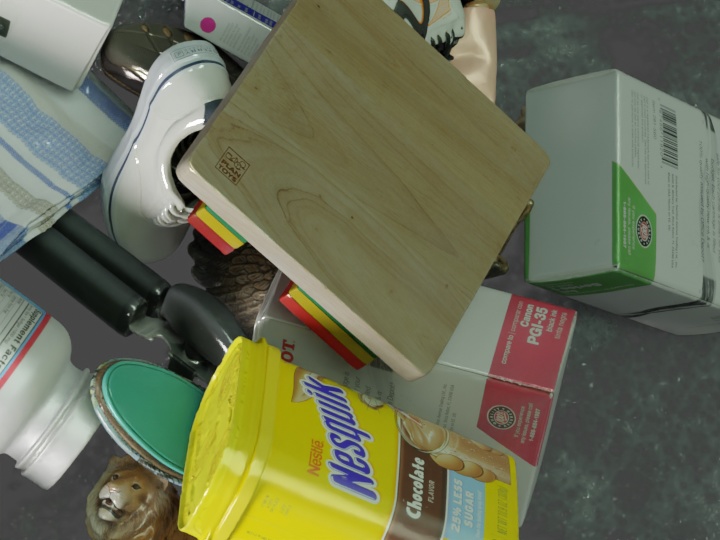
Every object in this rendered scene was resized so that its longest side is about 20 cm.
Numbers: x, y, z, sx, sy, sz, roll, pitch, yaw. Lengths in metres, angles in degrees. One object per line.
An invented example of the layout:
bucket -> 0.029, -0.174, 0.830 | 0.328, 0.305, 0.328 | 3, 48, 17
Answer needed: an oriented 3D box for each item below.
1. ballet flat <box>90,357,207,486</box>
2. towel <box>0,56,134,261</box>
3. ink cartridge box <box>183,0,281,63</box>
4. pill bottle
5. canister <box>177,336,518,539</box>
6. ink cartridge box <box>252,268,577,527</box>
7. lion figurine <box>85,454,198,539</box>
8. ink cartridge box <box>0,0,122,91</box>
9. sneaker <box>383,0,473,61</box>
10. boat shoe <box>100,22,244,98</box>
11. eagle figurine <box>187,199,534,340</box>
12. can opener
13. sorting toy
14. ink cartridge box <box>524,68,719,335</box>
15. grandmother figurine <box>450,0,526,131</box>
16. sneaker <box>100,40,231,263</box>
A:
ballet flat -> -0.101, 0.122, 1.676 | 0.199, 0.074, 0.075 | 31, 68, -19
towel -> -0.241, -0.095, 1.708 | 0.147, 0.024, 0.200 | 44, 42, 2
ink cartridge box -> -0.067, -0.164, 1.791 | 0.199, 0.095, 0.037 | 31, 101, -7
pill bottle -> -0.262, 0.053, 1.665 | 0.200, 0.109, 0.109 | 37, 68, -8
canister -> -0.004, 0.137, 1.595 | 0.199, 0.087, 0.149 | 23, 30, -12
ink cartridge box -> 0.031, 0.074, 1.695 | 0.199, 0.147, 0.083 | 15, 48, 6
lion figurine -> -0.100, 0.211, 1.689 | 0.199, 0.073, 0.123 | 25, 74, 1
ink cartridge box -> -0.249, -0.236, 1.736 | 0.199, 0.084, 0.146 | 25, 51, -11
sneaker -> 0.035, -0.167, 1.758 | 0.080, 0.074, 0.200 | 32, 35, -8
boat shoe -> -0.098, -0.102, 1.769 | 0.199, 0.073, 0.075 | 26, 33, -21
eagle figurine -> -0.003, -0.004, 1.761 | 0.199, 0.151, 0.153 | 8, 101, -30
can opener -> -0.148, 0.011, 1.705 | 0.200, 0.067, 0.053 | 33, 36, 20
sorting toy -> -0.006, -0.058, 1.611 | 0.200, 0.070, 0.199 | 41, 54, -13
ink cartridge box -> 0.207, -0.043, 1.822 | 0.200, 0.084, 0.147 | 19, 67, -48
grandmother figurine -> 0.073, -0.104, 1.851 | 0.121, 0.061, 0.201 | -2, 79, 20
sneaker -> -0.126, -0.061, 1.691 | 0.073, 0.200, 0.071 | -9, 55, -22
